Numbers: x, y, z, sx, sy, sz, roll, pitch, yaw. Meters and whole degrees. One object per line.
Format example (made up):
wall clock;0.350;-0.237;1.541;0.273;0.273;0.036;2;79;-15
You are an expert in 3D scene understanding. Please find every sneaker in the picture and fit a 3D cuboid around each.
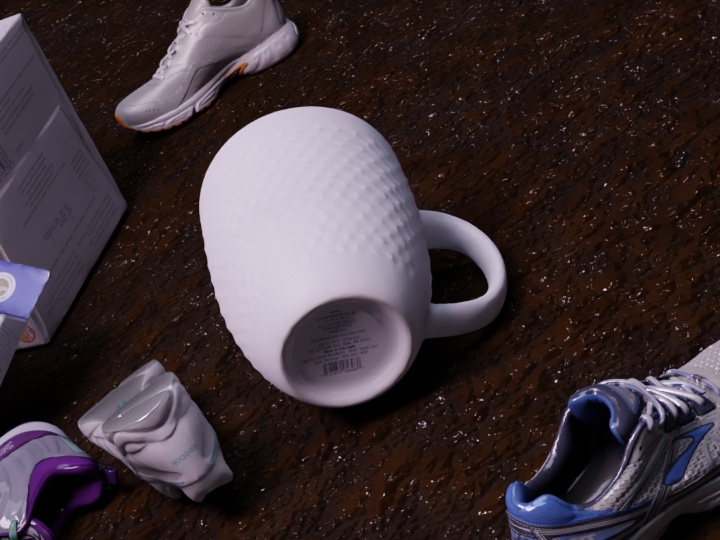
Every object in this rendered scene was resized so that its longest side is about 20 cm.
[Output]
sneaker;-0.251;0.175;1.096;0.087;0.075;0.200;15;49;44
sneaker;-0.135;0.111;1.110;0.070;0.080;0.200;-40;11;-9
sneaker;-0.160;-0.212;1.620;0.199;0.093;0.076;-36;29;-14
sneaker;0.151;0.088;0.880;0.200;0.086;0.077;-41;32;-25

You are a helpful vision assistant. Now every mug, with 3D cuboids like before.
mug;0.000;0.000;1.114;0.197;0.149;0.176;0;35;-13

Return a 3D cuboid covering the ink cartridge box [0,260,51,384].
ink cartridge box;-0.350;0.060;1.224;0.197;0.041;0.202;10;64;19

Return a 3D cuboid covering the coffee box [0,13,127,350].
coffee box;-0.350;-0.058;1.419;0.196;0.201;0.201;-13;31;25
